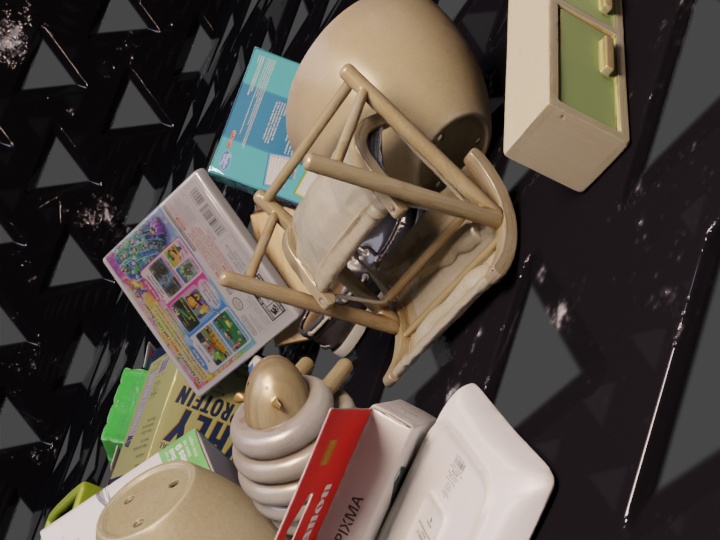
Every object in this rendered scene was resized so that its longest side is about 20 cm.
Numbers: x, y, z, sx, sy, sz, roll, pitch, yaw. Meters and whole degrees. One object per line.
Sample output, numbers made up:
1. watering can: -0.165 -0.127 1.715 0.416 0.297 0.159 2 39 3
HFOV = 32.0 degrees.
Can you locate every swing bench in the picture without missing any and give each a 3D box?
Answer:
1. swing bench: 0.012 -0.032 1.103 0.199 0.198 0.131 -48 17 46

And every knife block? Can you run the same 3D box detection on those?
1. knife block: -0.087 -0.040 1.446 0.063 0.177 0.202 -13 41 15

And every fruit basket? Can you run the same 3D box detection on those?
1. fruit basket: -0.273 0.226 1.746 0.092 0.200 0.188 1 60 26

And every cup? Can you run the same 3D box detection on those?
1. cup: -0.157 0.257 1.120 0.198 0.145 0.201 -25 22 11

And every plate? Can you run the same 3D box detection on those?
1. plate: 0.059 0.199 0.935 0.203 0.032 0.200 -65 17 8

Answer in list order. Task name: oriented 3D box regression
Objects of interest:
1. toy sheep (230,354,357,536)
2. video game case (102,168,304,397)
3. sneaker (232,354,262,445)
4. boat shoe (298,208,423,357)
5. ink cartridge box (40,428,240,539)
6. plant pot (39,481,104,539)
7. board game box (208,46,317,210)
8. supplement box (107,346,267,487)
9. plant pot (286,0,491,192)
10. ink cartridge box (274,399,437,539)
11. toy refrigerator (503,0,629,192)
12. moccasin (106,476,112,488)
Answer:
1. toy sheep: -0.046 0.162 1.100 0.136 0.202 0.138 -21 23 10
2. video game case: -0.182 0.017 1.433 0.181 0.201 0.024 -38 -3 29
3. sneaker: -0.104 0.169 1.390 0.112 0.076 0.200 -58 24 0
4. boat shoe: 0.000 0.000 1.310 0.201 0.060 0.074 -58 18 28
5. ink cartridge box: -0.211 0.276 1.311 0.198 0.146 0.085 -33 52 1
6. plant pot: -0.321 0.405 1.585 0.199 0.179 0.203 -41 32 57
7. board game box: -0.052 -0.142 1.407 0.047 0.197 0.153 82 -151 -82
8. supplement box: -0.208 0.202 1.569 0.200 0.133 0.203 -29 41 65
9. plant pot: 0.048 -0.143 1.184 0.134 0.199 0.202 43 114 34
10. ink cartridge box: -0.015 0.204 0.984 0.203 0.044 0.176 -67 -18 4
11. toy refrigerator: 0.164 -0.168 0.995 0.070 0.075 0.202 -50 24 44
12. moccasin: -0.369 0.371 1.945 0.074 0.077 0.202 -63 18 14
